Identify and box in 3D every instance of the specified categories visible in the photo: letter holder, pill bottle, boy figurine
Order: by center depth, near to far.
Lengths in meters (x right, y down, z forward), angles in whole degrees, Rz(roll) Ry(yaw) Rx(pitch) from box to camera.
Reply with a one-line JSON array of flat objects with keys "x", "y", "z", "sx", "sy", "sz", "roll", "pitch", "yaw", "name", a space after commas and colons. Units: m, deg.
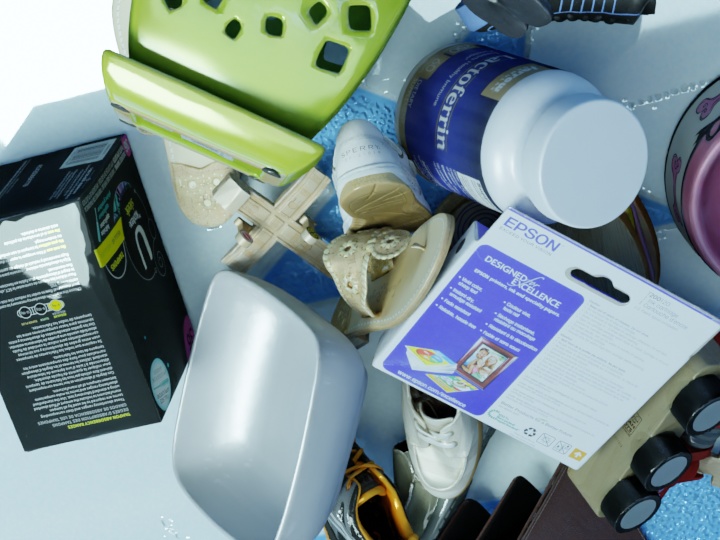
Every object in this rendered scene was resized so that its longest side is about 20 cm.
[{"x": 0.141, "y": -0.267, "z": 1.483, "sx": 0.064, "sy": 0.201, "sz": 0.124, "roll": 36, "pitch": 155, "yaw": -17, "name": "boy figurine"}, {"x": 0.119, "y": -0.100, "z": 1.516, "sx": 0.115, "sy": 0.200, "sz": 0.117, "roll": -9, "pitch": 108, "yaw": -27, "name": "pill bottle"}, {"x": 0.173, "y": 0.267, "z": 1.747, "sx": 0.100, "sy": 0.142, "sz": 0.200, "roll": -10, "pitch": 124, "yaw": 45, "name": "letter holder"}]

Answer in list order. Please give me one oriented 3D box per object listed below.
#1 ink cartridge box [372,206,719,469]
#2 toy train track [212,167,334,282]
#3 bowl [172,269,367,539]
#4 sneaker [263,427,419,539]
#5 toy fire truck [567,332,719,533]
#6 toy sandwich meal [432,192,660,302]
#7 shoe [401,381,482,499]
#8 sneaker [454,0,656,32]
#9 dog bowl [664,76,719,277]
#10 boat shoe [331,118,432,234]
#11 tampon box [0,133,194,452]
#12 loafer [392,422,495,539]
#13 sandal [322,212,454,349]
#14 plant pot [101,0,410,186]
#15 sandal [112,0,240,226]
[{"x": 0.142, "y": 0.046, "z": 1.544, "sx": 0.197, "sy": 0.044, "sz": 0.200, "roll": 28, "pitch": 130, "yaw": -15, "name": "ink cartridge box"}, {"x": -0.036, "y": -0.011, "z": 1.654, "sx": 0.200, "sy": 0.033, "sz": 0.115, "roll": 35, "pitch": 113, "yaw": -24, "name": "toy train track"}, {"x": -0.068, "y": 0.114, "z": 1.631, "sx": 0.074, "sy": 0.200, "sz": 0.201, "roll": 5, "pitch": 105, "yaw": -34, "name": "bowl"}, {"x": -0.012, "y": 0.177, "z": 1.702, "sx": 0.201, "sy": 0.078, "sz": 0.077, "roll": 55, "pitch": 144, "yaw": 11, "name": "sneaker"}, {"x": 0.291, "y": 0.131, "z": 1.664, "sx": 0.199, "sy": 0.129, "sz": 0.177, "roll": -2, "pitch": 134, "yaw": -41, "name": "toy fire truck"}, {"x": 0.144, "y": 0.006, "z": 1.642, "sx": 0.204, "sy": 0.070, "sz": 0.206, "roll": 3, "pitch": 114, "yaw": 6, "name": "toy sandwich meal"}, {"x": 0.058, "y": 0.092, "z": 1.644, "sx": 0.070, "sy": 0.053, "sz": 0.201, "roll": 4, "pitch": 104, "yaw": 28, "name": "shoe"}, {"x": 0.173, "y": -0.214, "z": 1.541, "sx": 0.199, "sy": 0.070, "sz": 0.078, "roll": -23, "pitch": 104, "yaw": 16, "name": "sneaker"}, {"x": 0.338, "y": -0.063, "z": 1.586, "sx": 0.199, "sy": 0.074, "sz": 0.201, "roll": 2, "pitch": 114, "yaw": 6, "name": "dog bowl"}, {"x": 0.014, "y": -0.071, "z": 1.567, "sx": 0.070, "sy": 0.200, "sz": 0.070, "roll": -13, "pitch": 77, "yaw": 0, "name": "boat shoe"}, {"x": -0.232, "y": 0.018, "z": 1.651, "sx": 0.125, "sy": 0.150, "sz": 0.201, "roll": -13, "pitch": 112, "yaw": 14, "name": "tampon box"}, {"x": 0.060, "y": 0.168, "z": 1.733, "sx": 0.069, "sy": 0.075, "sz": 0.201, "roll": 29, "pitch": 113, "yaw": 12, "name": "loafer"}, {"x": -0.001, "y": 0.005, "z": 1.570, "sx": 0.069, "sy": 0.078, "sz": 0.212, "roll": 20, "pitch": 154, "yaw": -14, "name": "sandal"}, {"x": -0.083, "y": -0.171, "z": 1.488, "sx": 0.198, "sy": 0.200, "sz": 0.182, "roll": 24, "pitch": 87, "yaw": -4, "name": "plant pot"}, {"x": -0.146, "y": -0.126, "z": 1.612, "sx": 0.077, "sy": 0.070, "sz": 0.213, "roll": -12, "pitch": 112, "yaw": 12, "name": "sandal"}]
